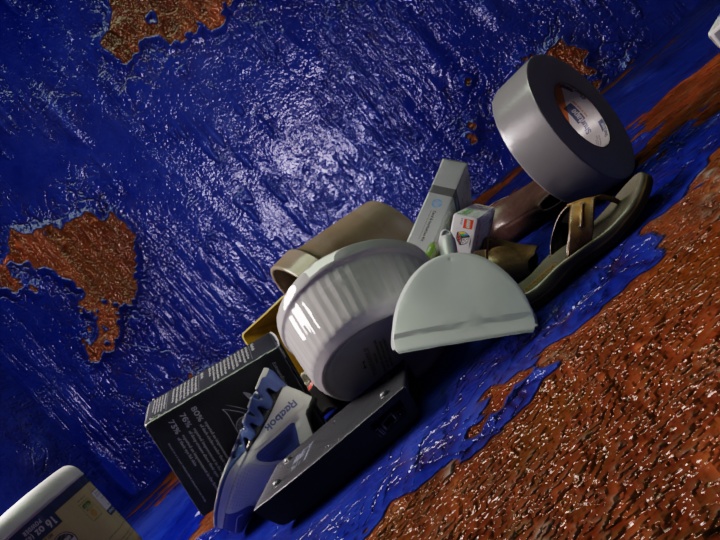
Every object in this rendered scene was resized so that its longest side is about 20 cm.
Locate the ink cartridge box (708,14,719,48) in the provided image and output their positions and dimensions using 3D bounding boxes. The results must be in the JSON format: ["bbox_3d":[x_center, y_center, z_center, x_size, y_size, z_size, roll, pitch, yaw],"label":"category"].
[{"bbox_3d":[0.717,-0.492,1.224,0.200,0.043,0.198,-43,0,45],"label":"ink cartridge box"}]

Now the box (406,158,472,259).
[{"bbox_3d":[0.107,-0.029,0.978,0.200,0.041,0.156,-64,-24,-26],"label":"box"}]

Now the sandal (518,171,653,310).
[{"bbox_3d":[0.218,-0.036,0.721,0.200,0.055,0.082,-42,1,5],"label":"sandal"}]

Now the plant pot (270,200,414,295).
[{"bbox_3d":[0.000,0.000,1.010,0.174,0.200,0.200,-51,4,-17],"label":"plant pot"}]

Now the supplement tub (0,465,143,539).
[{"bbox_3d":[-0.281,0.314,0.698,0.144,0.200,0.144,-42,1,1],"label":"supplement tub"}]

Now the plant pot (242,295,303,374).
[{"bbox_3d":[-0.138,0.170,1.779,0.200,0.200,0.176,-41,-10,33],"label":"plant pot"}]

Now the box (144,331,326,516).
[{"bbox_3d":[-0.163,0.199,0.941,0.200,0.148,0.104,-29,12,-9],"label":"box"}]

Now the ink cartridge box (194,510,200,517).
[{"bbox_3d":[-0.145,0.290,1.033,0.119,0.042,0.200,-39,0,45],"label":"ink cartridge box"}]

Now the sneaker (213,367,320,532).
[{"bbox_3d":[-0.099,0.231,0.854,0.081,0.115,0.200,-43,-28,-89],"label":"sneaker"}]

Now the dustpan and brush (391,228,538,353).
[{"bbox_3d":[0.097,0.011,0.726,0.139,0.057,0.200,-10,46,7],"label":"dustpan and brush"}]

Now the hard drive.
[{"bbox_3d":[-0.018,0.182,0.750,0.200,0.042,0.135,-41,2,7],"label":"hard drive"}]

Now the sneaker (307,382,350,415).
[{"bbox_3d":[-0.017,0.155,1.044,0.108,0.067,0.201,-42,1,-30],"label":"sneaker"}]

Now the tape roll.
[{"bbox_3d":[0.269,-0.186,0.928,0.066,0.200,0.200,-41,2,41],"label":"tape roll"}]

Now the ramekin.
[{"bbox_3d":[0.013,0.066,0.813,0.202,0.094,0.203,-17,-40,-15],"label":"ramekin"}]

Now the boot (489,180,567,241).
[{"bbox_3d":[0.257,-0.095,1.098,0.200,0.072,0.166,-38,-1,2],"label":"boot"}]

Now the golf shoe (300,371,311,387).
[{"bbox_3d":[-0.063,0.204,1.216,0.097,0.078,0.200,-63,-10,22],"label":"golf shoe"}]

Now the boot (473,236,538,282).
[{"bbox_3d":[0.190,-0.008,0.889,0.075,0.074,0.200,-10,5,15],"label":"boot"}]

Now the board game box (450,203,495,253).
[{"bbox_3d":[0.145,-0.020,0.946,0.200,0.035,0.127,-28,-51,-72],"label":"board game box"}]
